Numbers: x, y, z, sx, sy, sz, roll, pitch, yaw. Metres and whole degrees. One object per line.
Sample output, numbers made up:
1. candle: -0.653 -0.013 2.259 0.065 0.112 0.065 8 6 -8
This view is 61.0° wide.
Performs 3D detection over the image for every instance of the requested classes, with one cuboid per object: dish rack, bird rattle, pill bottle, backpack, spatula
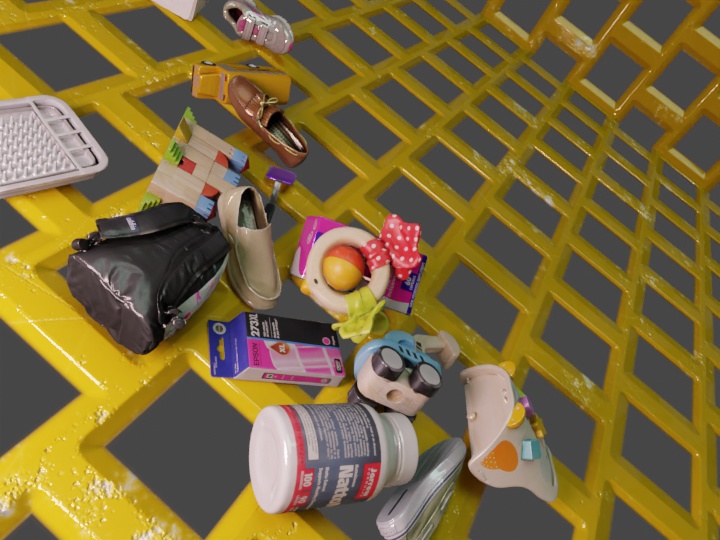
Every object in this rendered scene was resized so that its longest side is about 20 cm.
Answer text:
1. dish rack: -0.491 -0.176 0.888 0.172 0.044 0.198 49 41 14
2. bird rattle: 0.000 0.000 0.901 0.159 0.113 0.205 23 82 -1
3. pill bottle: -0.029 0.228 0.762 0.195 0.121 0.122 5 47 -31
4. backpack: -0.269 0.001 0.810 0.167 0.126 0.200 47 38 -4
5. spatula: -0.157 -0.131 1.102 0.055 0.021 0.203 15 45 -5

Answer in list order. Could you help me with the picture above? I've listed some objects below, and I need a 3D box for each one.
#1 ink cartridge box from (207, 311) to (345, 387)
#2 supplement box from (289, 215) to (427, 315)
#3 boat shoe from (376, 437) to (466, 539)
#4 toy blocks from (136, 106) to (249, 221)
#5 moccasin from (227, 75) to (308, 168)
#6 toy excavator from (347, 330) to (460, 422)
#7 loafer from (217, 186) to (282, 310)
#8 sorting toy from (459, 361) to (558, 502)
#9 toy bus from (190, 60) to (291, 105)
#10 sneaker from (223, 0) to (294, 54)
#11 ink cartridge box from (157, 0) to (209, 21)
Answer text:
1. ink cartridge box: -0.120 0.113 0.881 0.195 0.037 0.097 9 46 -27
2. supplement box: -0.005 -0.009 1.001 0.195 0.104 0.103 19 -1 -18
3. boat shoe: 0.090 0.304 0.829 0.199 0.071 0.063 -34 98 -46
4. toy blocks: -0.262 -0.152 1.002 0.134 0.100 0.204 28 50 -22
5. moccasin: -0.175 -0.289 1.167 0.073 0.077 0.203 -40 96 -30
6. toy excavator: 0.080 0.142 0.958 0.190 0.101 0.202 25 32 -15
7. loafer: -0.168 -0.040 0.939 0.074 0.068 0.205 -11 76 -41
8. sorting toy: 0.247 0.259 0.950 0.181 0.106 0.202 48 23 -20
9. toy bus: -0.240 -0.374 1.233 0.197 0.067 0.078 -14 39 -44
10. sneaker: -0.246 -0.569 1.435 0.197 0.083 0.088 34 40 11
11. ink cartridge box: -0.415 -0.683 1.412 0.142 0.085 0.203 25 41 -12
